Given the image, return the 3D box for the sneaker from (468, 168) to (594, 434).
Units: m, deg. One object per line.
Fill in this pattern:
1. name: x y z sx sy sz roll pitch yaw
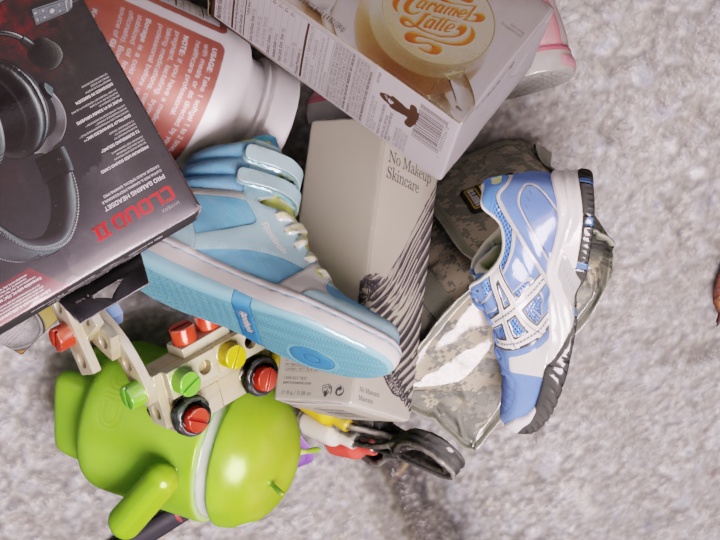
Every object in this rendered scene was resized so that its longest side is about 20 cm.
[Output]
1. sneaker: 0.110 0.019 1.085 0.076 0.076 0.202 6 116 3

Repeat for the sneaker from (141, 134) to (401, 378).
1. sneaker: -0.047 -0.019 1.051 0.198 0.080 0.132 23 66 8

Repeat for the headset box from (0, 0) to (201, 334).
1. headset box: -0.200 -0.066 0.973 0.148 0.077 0.202 -29 91 -11

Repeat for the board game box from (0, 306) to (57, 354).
1. board game box: -0.246 -0.027 1.124 0.135 0.035 0.200 30 134 -25

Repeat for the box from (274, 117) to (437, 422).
1. box: 0.000 0.000 1.113 0.082 0.068 0.203 20 74 -54

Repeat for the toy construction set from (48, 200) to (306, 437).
1. toy construction set: -0.115 0.034 1.116 0.198 0.092 0.133 -22 114 -19

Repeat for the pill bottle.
1. pill bottle: -0.147 -0.137 1.101 0.198 0.112 0.113 22 109 -22

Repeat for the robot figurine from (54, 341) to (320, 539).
1. robot figurine: -0.133 0.123 1.205 0.198 0.175 0.117 15 116 16

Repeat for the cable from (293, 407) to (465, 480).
1. cable: 0.015 0.141 1.244 0.050 0.199 0.098 -43 124 -16

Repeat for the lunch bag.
1. lunch bag: 0.088 0.003 1.198 0.117 0.164 0.200 33 104 -29

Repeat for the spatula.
1. spatula: -0.132 0.186 1.315 0.199 0.021 0.057 -34 120 5

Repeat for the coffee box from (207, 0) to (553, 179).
1. coffee box: 0.011 -0.172 1.056 0.199 0.080 0.115 37 66 9

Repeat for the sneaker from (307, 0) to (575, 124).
1. sneaker: 0.050 -0.168 1.156 0.198 0.075 0.106 -13 84 16

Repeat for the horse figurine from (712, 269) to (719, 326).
1. horse figurine: 0.354 -0.048 1.297 0.131 0.050 0.202 -2 126 7
